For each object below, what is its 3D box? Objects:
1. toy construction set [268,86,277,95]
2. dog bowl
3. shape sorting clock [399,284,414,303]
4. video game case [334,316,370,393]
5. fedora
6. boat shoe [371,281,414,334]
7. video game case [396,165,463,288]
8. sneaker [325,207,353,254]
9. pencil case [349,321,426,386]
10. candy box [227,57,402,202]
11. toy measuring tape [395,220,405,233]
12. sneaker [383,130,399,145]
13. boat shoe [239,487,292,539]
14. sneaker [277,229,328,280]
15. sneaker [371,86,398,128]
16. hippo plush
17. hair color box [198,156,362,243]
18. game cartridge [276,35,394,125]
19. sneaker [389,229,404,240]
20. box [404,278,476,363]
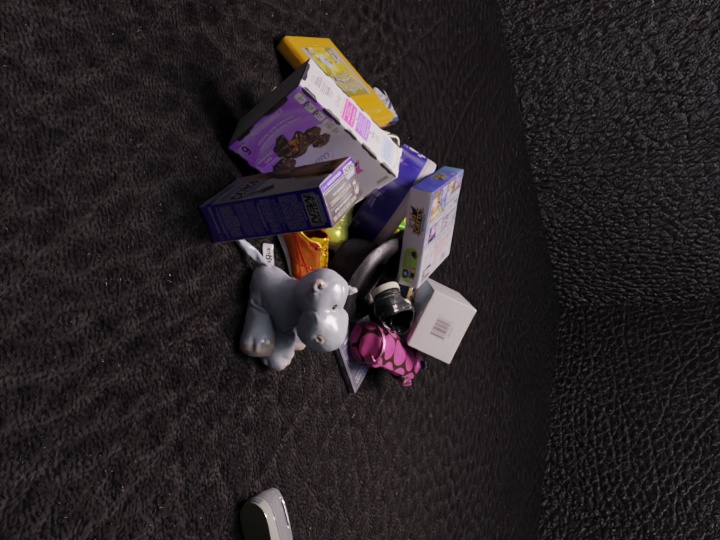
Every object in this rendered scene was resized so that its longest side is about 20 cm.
[{"bbox_3d":[-0.069,-0.237,1.010,0.092,0.131,0.200,-47,161,-2],"label":"toy construction set"},{"bbox_3d":[0.062,-0.147,1.212,0.079,0.200,0.200,34,41,-4],"label":"dog bowl"},{"bbox_3d":[0.099,0.055,1.339,0.200,0.039,0.201,21,90,-88],"label":"shape sorting clock"},{"bbox_3d":[-0.018,0.117,1.208,0.143,0.019,0.201,-54,134,-53],"label":"video game case"},{"bbox_3d":[0.000,0.000,1.125,0.201,0.091,0.201,-46,160,-22],"label":"fedora"},{"bbox_3d":[0.068,0.085,1.149,0.200,0.074,0.066,74,-5,-66],"label":"boat shoe"},{"bbox_3d":[0.132,-0.086,1.147,0.200,0.045,0.182,-39,141,-59],"label":"video game case"},{"bbox_3d":[-0.040,-0.129,1.137,0.075,0.076,0.201,-10,95,-65],"label":"sneaker"},{"bbox_3d":[0.054,0.169,1.230,0.200,0.090,0.094,34,53,-54],"label":"pencil case"},{"bbox_3d":[-0.065,-0.183,0.918,0.200,0.167,0.072,38,42,-28],"label":"candy box"},{"bbox_3d":[0.063,-0.136,1.381,0.074,0.073,0.201,52,23,-48],"label":"toy measuring tape"},{"bbox_3d":[0.034,-0.221,1.117,0.067,0.089,0.201,59,24,-26],"label":"sneaker"},{"bbox_3d":[-0.119,0.417,0.894,0.071,0.070,0.202,-19,100,-60],"label":"boat shoe"},{"bbox_3d":[-0.084,-0.025,1.033,0.073,0.077,0.201,-63,142,-49],"label":"sneaker"},{"bbox_3d":[0.016,-0.347,1.310,0.089,0.075,0.200,69,22,-6],"label":"sneaker"},{"bbox_3d":[-0.080,0.051,0.931,0.159,0.160,0.201,13,75,-62],"label":"hippo plush"},{"bbox_3d":[-0.110,-0.097,0.851,0.109,0.199,0.065,-54,133,-52],"label":"hair color box"},{"bbox_3d":[-0.038,-0.340,1.113,0.200,0.032,0.176,48,30,3],"label":"game cartridge"},{"bbox_3d":[0.061,-0.027,1.265,0.200,0.078,0.078,121,-26,-50],"label":"sneaker"},{"bbox_3d":[0.158,0.099,1.307,0.200,0.097,0.125,-98,-146,-81],"label":"box"}]
